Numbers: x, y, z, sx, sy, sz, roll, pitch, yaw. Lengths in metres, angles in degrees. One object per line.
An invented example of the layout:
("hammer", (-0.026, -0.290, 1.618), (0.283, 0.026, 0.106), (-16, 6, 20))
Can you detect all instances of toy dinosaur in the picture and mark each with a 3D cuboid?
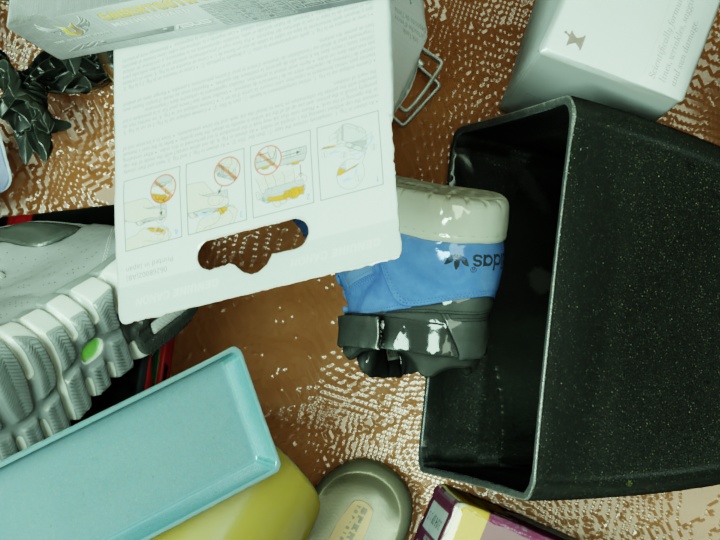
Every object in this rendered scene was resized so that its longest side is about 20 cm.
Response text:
("toy dinosaur", (-0.141, -0.128, 1.118), (0.200, 0.136, 0.102), (26, 127, 29))

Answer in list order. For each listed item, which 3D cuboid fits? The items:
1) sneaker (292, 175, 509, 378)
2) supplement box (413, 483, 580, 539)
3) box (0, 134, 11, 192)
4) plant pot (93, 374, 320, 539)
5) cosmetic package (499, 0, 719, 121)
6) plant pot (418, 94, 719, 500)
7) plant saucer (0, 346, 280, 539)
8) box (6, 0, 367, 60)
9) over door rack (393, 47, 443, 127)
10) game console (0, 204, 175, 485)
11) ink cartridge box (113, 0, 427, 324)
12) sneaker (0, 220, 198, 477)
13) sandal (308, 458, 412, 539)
("sneaker", (-0.001, 0.000, 1.084), (0.077, 0.200, 0.112), (-4, 103, -42))
("supplement box", (0.119, 0.204, 1.094), (0.199, 0.131, 0.103), (23, 87, -3))
("box", (-0.299, -0.081, 1.110), (0.199, 0.032, 0.122), (-12, 100, 7))
("plant pot", (-0.126, 0.164, 1.062), (0.201, 0.201, 0.189), (36, 71, -1))
("cosmetic package", (0.137, -0.137, 1.074), (0.081, 0.200, 0.113), (21, 87, -2))
("plant pot", (0.151, 0.024, 1.080), (0.177, 0.200, 0.200), (7, 87, -13))
("plant saucer", (-0.133, 0.107, 0.963), (0.200, 0.019, 0.070), (-26, 105, -27))
("box", (-0.076, -0.198, 0.977), (0.199, 0.048, 0.159), (-6, 70, 29))
("over door rack", (-0.009, -0.179, 1.096), (0.067, 0.148, 0.200), (-34, 89, 2))
("game console", (-0.187, 0.041, 1.065), (0.176, 0.200, 0.031), (-7, 131, 8))
("ink cartridge box", (-0.043, -0.079, 0.975), (0.162, 0.050, 0.201), (-13, 70, 26))
("sneaker", (-0.183, 0.035, 1.003), (0.200, 0.115, 0.075), (-34, 129, -36))
("sandal", (-0.029, 0.201, 1.125), (0.080, 0.054, 0.200), (25, 87, -2))
